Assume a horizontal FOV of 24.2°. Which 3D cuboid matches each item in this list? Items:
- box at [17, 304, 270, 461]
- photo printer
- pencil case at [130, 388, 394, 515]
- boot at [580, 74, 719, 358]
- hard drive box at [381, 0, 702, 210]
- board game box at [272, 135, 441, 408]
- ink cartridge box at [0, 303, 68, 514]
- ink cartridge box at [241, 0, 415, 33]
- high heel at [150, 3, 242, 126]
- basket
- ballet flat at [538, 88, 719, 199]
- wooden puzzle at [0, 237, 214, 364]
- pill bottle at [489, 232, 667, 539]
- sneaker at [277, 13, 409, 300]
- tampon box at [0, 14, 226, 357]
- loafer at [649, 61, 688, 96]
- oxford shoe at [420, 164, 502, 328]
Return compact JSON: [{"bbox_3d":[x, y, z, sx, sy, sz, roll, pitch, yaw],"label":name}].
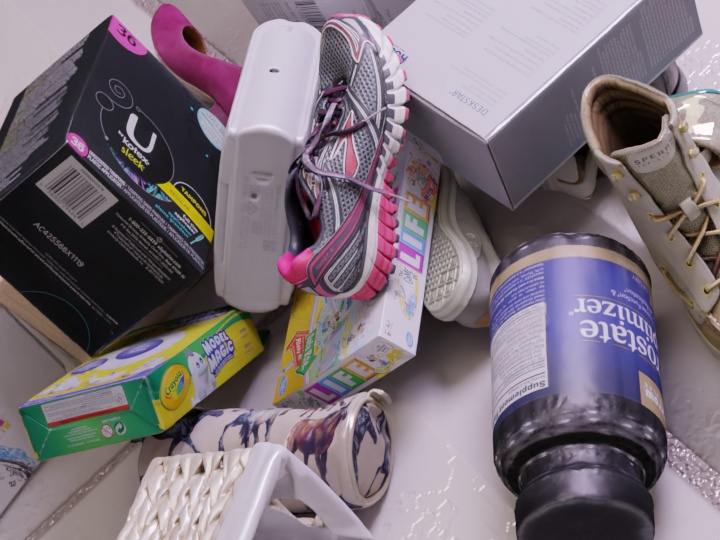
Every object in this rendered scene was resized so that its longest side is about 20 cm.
[{"bbox_3d":[-0.154,0.076,1.260,0.116,0.049,0.200,-15,9,24],"label":"box"},{"bbox_3d":[-0.068,-0.090,1.314,0.069,0.168,0.201,7,34,0],"label":"photo printer"},{"bbox_3d":[-0.067,0.131,1.199,0.198,0.078,0.091,-8,76,30],"label":"pencil case"},{"bbox_3d":[0.218,-0.030,1.087,0.072,0.155,0.201,-34,42,3],"label":"boot"},{"bbox_3d":[0.121,-0.164,1.216,0.200,0.077,0.156,-41,48,-12],"label":"hard drive box"},{"bbox_3d":[0.000,0.000,1.260,0.134,0.034,0.201,-35,35,43],"label":"board game box"},{"bbox_3d":[-0.355,0.119,1.356,0.146,0.145,0.201,18,65,43],"label":"ink cartridge box"},{"bbox_3d":[0.024,-0.213,1.383,0.198,0.145,0.084,3,55,35],"label":"ink cartridge box"},{"bbox_3d":[-0.128,-0.192,1.519,0.096,0.067,0.201,-37,47,16],"label":"high heel"},{"bbox_3d":[-0.095,0.229,1.095,0.122,0.136,0.201,-4,53,34],"label":"basket"},{"bbox_3d":[0.180,-0.085,1.231,0.198,0.067,0.063,-12,58,26],"label":"ballet flat"},{"bbox_3d":[-0.211,-0.012,1.449,0.199,0.046,0.186,30,74,41],"label":"wooden puzzle"},{"bbox_3d":[0.139,0.084,1.076,0.111,0.112,0.201,-17,47,21],"label":"pill bottle"},{"bbox_3d":[-0.014,-0.082,1.172,0.080,0.074,0.202,-13,74,58],"label":"sneaker"},{"bbox_3d":[-0.198,-0.069,1.300,0.126,0.150,0.201,-34,27,25],"label":"tampon box"},{"bbox_3d":[0.149,-0.135,1.292,0.198,0.063,0.072,-14,48,24],"label":"loafer"},{"bbox_3d":[0.069,-0.017,1.256,0.076,0.057,0.201,-59,23,22],"label":"oxford shoe"}]
